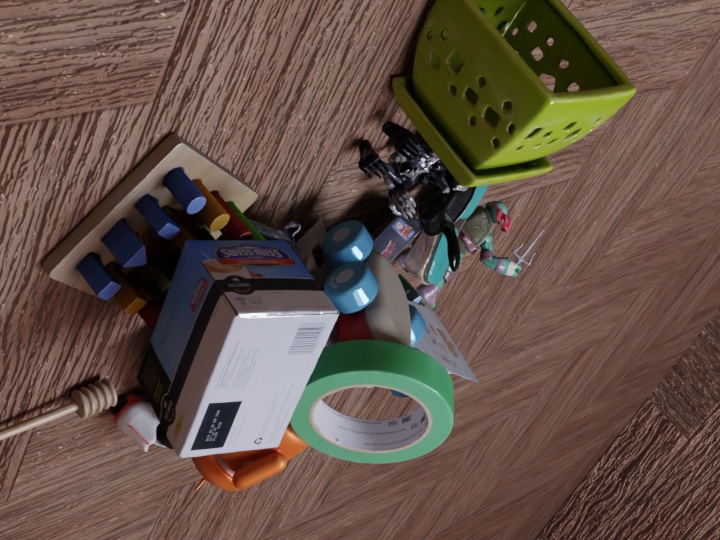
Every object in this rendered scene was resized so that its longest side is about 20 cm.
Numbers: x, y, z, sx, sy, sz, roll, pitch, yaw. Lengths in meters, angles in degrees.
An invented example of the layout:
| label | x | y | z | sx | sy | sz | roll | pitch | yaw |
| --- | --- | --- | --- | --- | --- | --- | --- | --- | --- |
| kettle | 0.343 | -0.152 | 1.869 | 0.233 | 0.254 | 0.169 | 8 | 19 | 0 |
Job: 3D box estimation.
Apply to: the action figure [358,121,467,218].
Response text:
| label | x | y | z | sx | sy | sz | roll | pitch | yaw |
| --- | --- | --- | --- | --- | --- | --- | --- | --- | --- |
| action figure | 0.075 | -0.125 | 1.688 | 0.119 | 0.102 | 0.200 | -34 | 160 | 20 |

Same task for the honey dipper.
| label | x | y | z | sx | sy | sz | roll | pitch | yaw |
| --- | --- | --- | --- | --- | --- | --- | --- | --- | --- |
| honey dipper | -0.386 | 0.180 | 1.582 | 0.200 | 0.038 | 0.038 | -21 | 149 | -33 |

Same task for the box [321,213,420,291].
| label | x | y | z | sx | sy | sz | roll | pitch | yaw |
| --- | --- | --- | --- | --- | --- | --- | --- | --- | --- |
| box | 0.000 | 0.000 | 1.792 | 0.200 | 0.038 | 0.137 | -46 | -177 | 7 |

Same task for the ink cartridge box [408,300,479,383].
| label | x | y | z | sx | sy | sz | roll | pitch | yaw |
| --- | --- | --- | --- | --- | --- | --- | --- | --- | --- |
| ink cartridge box | 0.064 | 0.098 | 1.909 | 0.057 | 0.163 | 0.200 | -43 | 139 | 15 |

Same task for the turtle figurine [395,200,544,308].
| label | x | y | z | sx | sy | sz | roll | pitch | yaw |
| --- | --- | --- | --- | --- | --- | --- | --- | --- | --- |
| turtle figurine | 0.154 | -0.043 | 1.918 | 0.200 | 0.150 | 0.101 | -35 | 136 | 4 |

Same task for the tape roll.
| label | x | y | z | sx | sy | sz | roll | pitch | yaw |
| --- | --- | --- | --- | --- | --- | --- | --- | --- | --- |
| tape roll | 0.013 | 0.161 | 1.602 | 0.200 | 0.048 | 0.201 | 3 | 141 | 2 |

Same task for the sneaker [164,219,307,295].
| label | x | y | z | sx | sy | sz | roll | pitch | yaw |
| --- | --- | --- | --- | --- | --- | --- | --- | --- | --- |
| sneaker | -0.155 | -0.003 | 1.580 | 0.199 | 0.114 | 0.075 | -9 | 178 | 10 |

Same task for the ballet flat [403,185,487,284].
| label | x | y | z | sx | sy | sz | roll | pitch | yaw |
| --- | --- | --- | --- | --- | --- | --- | --- | --- | --- |
| ballet flat | 0.114 | -0.080 | 1.854 | 0.068 | 0.067 | 0.201 | 22 | 97 | -51 |

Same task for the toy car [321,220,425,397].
| label | x | y | z | sx | sy | sz | roll | pitch | yaw |
| --- | --- | --- | --- | --- | --- | --- | --- | --- | --- |
| toy car | -0.040 | 0.075 | 1.656 | 0.199 | 0.177 | 0.185 | -24 | 123 | 13 |

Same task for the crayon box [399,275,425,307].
| label | x | y | z | sx | sy | sz | roll | pitch | yaw |
| --- | --- | --- | --- | --- | --- | --- | --- | --- | --- |
| crayon box | 0.048 | 0.098 | 2.091 | 0.126 | 0.052 | 0.200 | -40 | 157 | -5 |

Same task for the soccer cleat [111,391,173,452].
| label | x | y | z | sx | sy | sz | roll | pitch | yaw |
| --- | --- | --- | --- | --- | --- | --- | --- | --- | --- |
| soccer cleat | -0.243 | 0.200 | 1.770 | 0.069 | 0.085 | 0.200 | -51 | 155 | 21 |

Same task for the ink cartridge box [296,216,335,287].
| label | x | y | z | sx | sy | sz | roll | pitch | yaw |
| --- | --- | --- | --- | --- | --- | --- | --- | --- | --- |
| ink cartridge box | -0.120 | 0.025 | 1.730 | 0.200 | 0.050 | 0.161 | -49 | 159 | -15 |

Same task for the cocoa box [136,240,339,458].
| label | x | y | z | sx | sy | sz | roll | pitch | yaw |
| --- | --- | --- | --- | --- | --- | --- | --- | --- | --- |
| cocoa box | -0.138 | 0.082 | 1.433 | 0.133 | 0.131 | 0.200 | 0 | 128 | -36 |

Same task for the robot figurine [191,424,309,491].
| label | x | y | z | sx | sy | sz | roll | pitch | yaw |
| --- | --- | --- | --- | --- | --- | --- | --- | --- | --- |
| robot figurine | -0.139 | 0.209 | 1.715 | 0.200 | 0.144 | 0.117 | -36 | 160 | 16 |

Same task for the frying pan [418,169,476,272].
| label | x | y | z | sx | sy | sz | roll | pitch | yaw |
| --- | --- | --- | --- | --- | --- | --- | --- | --- | --- |
| frying pan | 0.105 | -0.068 | 1.751 | 0.115 | 0.031 | 0.191 | -27 | -143 | 51 |

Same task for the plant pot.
| label | x | y | z | sx | sy | sz | roll | pitch | yaw |
| --- | --- | --- | --- | --- | --- | --- | --- | --- | --- |
| plant pot | 0.168 | -0.215 | 1.571 | 0.199 | 0.200 | 0.182 | -14 | 152 | -48 |

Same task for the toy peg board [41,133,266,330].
| label | x | y | z | sx | sy | sz | roll | pitch | yaw |
| --- | --- | --- | --- | --- | --- | --- | --- | --- | --- |
| toy peg board | -0.202 | -0.019 | 1.444 | 0.200 | 0.098 | 0.199 | -45 | 157 | 5 |
